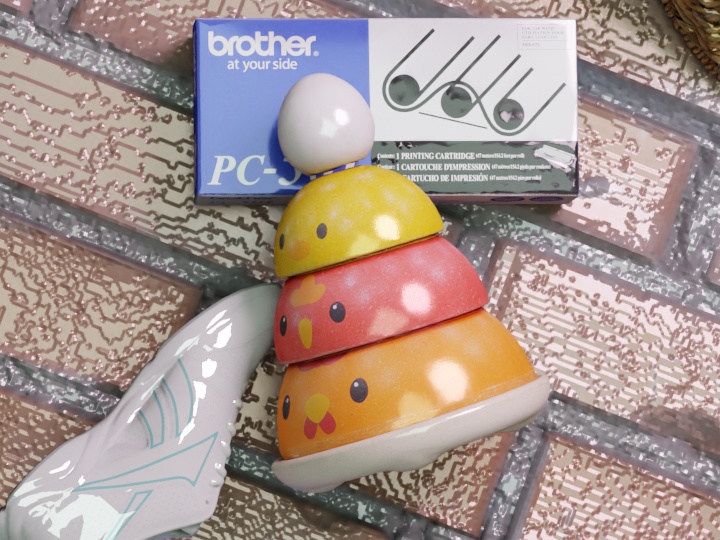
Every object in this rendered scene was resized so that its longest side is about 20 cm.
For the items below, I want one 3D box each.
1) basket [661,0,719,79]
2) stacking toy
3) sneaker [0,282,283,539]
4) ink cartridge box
[{"bbox_3d":[0.229,-0.222,1.536,0.200,0.149,0.143,-32,56,-7],"label":"basket"},{"bbox_3d":[0.000,0.000,1.453,0.146,0.146,0.201,-18,89,-6],"label":"stacking toy"},{"bbox_3d":[-0.095,0.089,1.464,0.080,0.070,0.200,42,68,6],"label":"sneaker"},{"bbox_3d":[0.012,-0.082,1.513,0.199,0.044,0.094,-1,84,-5],"label":"ink cartridge box"}]
